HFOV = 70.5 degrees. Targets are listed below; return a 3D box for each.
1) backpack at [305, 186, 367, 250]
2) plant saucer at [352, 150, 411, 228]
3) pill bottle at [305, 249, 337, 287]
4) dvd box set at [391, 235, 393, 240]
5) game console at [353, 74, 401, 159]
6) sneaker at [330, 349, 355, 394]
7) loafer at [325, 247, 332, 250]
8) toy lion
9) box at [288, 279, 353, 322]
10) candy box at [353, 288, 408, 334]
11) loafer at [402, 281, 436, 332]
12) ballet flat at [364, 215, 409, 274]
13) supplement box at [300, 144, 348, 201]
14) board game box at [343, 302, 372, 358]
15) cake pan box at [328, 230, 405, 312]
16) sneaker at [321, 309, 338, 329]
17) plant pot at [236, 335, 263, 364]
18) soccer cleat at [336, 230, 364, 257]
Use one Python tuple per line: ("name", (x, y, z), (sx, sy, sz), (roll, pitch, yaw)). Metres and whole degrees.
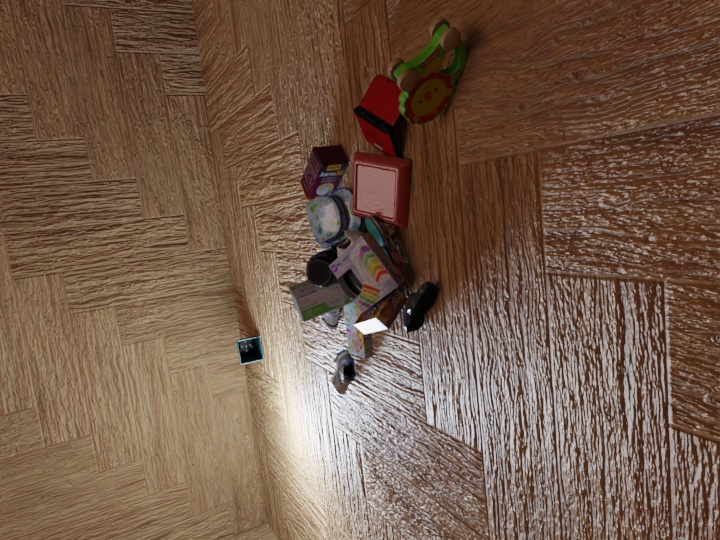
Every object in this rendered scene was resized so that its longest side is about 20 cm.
("backpack", (-0.071, -0.178, 1.680), (0.198, 0.146, 0.185), (-21, 86, 33))
("plant saucer", (0.051, -0.235, 1.500), (0.198, 0.037, 0.203), (17, 119, 32))
("pill bottle", (-0.120, -0.007, 1.695), (0.200, 0.110, 0.114), (-47, -50, -80))
("dvd box set", (0.037, -0.033, 1.635), (0.199, 0.029, 0.149), (-13, 83, 49))
("game console", (0.079, -0.443, 1.485), (0.200, 0.118, 0.173), (48, 170, 46))
("sneaker", (-0.062, 0.412, 1.986), (0.085, 0.076, 0.203), (37, 132, 46))
("loafer", (-0.089, -0.062, 1.891), (0.072, 0.072, 0.200), (65, 156, 6))
("toy lion", (0.165, -0.442, 1.185), (0.200, 0.191, 0.069), (-41, 54, 12))
("box", (-0.145, 0.085, 1.848), (0.176, 0.198, 0.098), (-145, 36, -68))
("candy box", (0.061, 0.130, 1.587), (0.056, 0.117, 0.200), (41, 157, -10))
("loafer", (0.159, 0.093, 1.461), (0.073, 0.072, 0.201), (65, 148, 35))
("ballet flat", (0.084, -0.082, 1.524), (0.202, 0.071, 0.069), (62, 159, 2))
("supplement box", (-0.132, -0.345, 1.818), (0.086, 0.109, 0.200), (66, 150, 22))
("board game box", (-0.011, 0.207, 1.858), (0.134, 0.034, 0.203), (10, 108, 61))
("cake pan box", (0.014, 0.009, 1.534), (0.200, 0.052, 0.185), (-37, 86, 44))
("sneaker", (-0.142, 0.131, 2.043), (0.200, 0.074, 0.116), (52, 141, 34))
("plant pot", (-0.692, 0.481, 3.143), (0.200, 0.139, 0.144), (176, 84, -70))
("soccer cleat", (-0.046, -0.039, 1.634), (0.070, 0.085, 0.202), (-122, 46, -59))
